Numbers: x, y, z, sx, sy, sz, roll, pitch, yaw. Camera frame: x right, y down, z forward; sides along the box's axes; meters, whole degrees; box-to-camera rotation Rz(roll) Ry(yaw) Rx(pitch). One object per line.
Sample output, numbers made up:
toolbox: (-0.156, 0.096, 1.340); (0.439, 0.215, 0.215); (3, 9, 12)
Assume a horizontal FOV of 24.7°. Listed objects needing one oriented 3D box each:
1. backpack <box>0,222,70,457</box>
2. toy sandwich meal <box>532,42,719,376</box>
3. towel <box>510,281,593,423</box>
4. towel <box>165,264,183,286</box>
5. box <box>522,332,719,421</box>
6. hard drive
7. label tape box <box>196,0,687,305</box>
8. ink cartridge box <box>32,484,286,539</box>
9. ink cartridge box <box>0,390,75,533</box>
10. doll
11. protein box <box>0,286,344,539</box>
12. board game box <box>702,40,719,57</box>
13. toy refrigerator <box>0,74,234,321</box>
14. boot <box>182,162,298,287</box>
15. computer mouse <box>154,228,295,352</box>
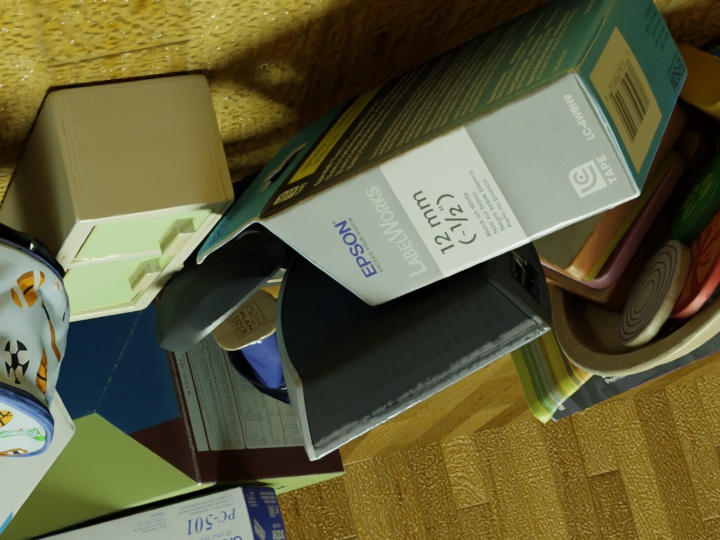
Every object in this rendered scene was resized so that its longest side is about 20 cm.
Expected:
backpack: (-0.227, 0.037, 0.738); (0.189, 0.155, 0.200); (-1, 169, -2)
toy sandwich meal: (0.143, -0.041, 0.838); (0.070, 0.206, 0.205); (30, 148, -22)
towel: (0.158, -0.005, 0.888); (0.018, 0.086, 0.200); (34, 113, -28)
towel: (-0.147, 0.014, 1.116); (0.143, 0.023, 0.200); (-7, 167, -35)
box: (0.191, -0.001, 0.923); (0.200, 0.036, 0.143); (-28, -160, 42)
hard drive: (0.018, 0.010, 0.795); (0.135, 0.042, 0.200); (-30, -163, 8)
label tape box: (0.039, -0.051, 0.749); (0.199, 0.066, 0.143); (-25, -163, 29)
ink cartridge box: (-0.156, 0.187, 1.085); (0.199, 0.044, 0.094); (-16, 169, 8)
ink cartridge box: (-0.283, 0.102, 0.903); (0.199, 0.085, 0.146); (1, -140, 28)
doll: (-0.058, 0.052, 1.055); (0.048, 0.137, 0.200); (-39, 160, -3)
protein box: (-0.153, 0.107, 1.162); (0.198, 0.136, 0.200); (-20, 167, 25)
board game box: (0.208, -0.085, 0.979); (0.199, 0.062, 0.200); (-6, 166, -39)
toy refrigerator: (-0.128, -0.026, 0.824); (0.076, 0.070, 0.200); (-9, 167, -22)
boot: (0.000, 0.000, 0.969); (0.199, 0.078, 0.139); (-13, 144, -4)
computer mouse: (-0.034, -0.031, 0.866); (0.200, 0.034, 0.059); (-42, -175, -6)
